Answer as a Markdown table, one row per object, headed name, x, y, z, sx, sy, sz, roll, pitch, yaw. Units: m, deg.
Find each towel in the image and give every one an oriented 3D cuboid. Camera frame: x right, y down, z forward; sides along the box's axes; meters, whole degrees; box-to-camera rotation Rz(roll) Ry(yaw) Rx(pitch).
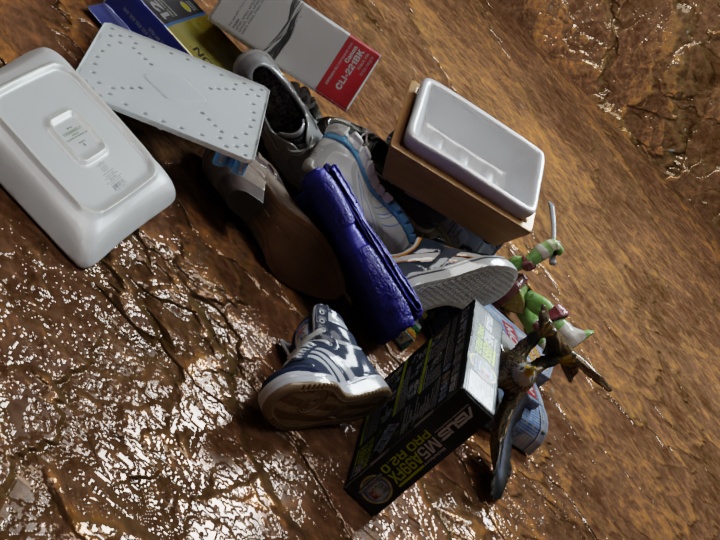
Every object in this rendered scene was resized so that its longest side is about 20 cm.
| name | x | y | z | sx | sy | sz | roll | pitch | yaw |
| --- | --- | --- | --- | --- | --- | --- | --- | --- | --- |
| towel | -0.002 | -0.018 | 1.485 | 0.201 | 0.049 | 0.148 | 61 | -9 | 3 |

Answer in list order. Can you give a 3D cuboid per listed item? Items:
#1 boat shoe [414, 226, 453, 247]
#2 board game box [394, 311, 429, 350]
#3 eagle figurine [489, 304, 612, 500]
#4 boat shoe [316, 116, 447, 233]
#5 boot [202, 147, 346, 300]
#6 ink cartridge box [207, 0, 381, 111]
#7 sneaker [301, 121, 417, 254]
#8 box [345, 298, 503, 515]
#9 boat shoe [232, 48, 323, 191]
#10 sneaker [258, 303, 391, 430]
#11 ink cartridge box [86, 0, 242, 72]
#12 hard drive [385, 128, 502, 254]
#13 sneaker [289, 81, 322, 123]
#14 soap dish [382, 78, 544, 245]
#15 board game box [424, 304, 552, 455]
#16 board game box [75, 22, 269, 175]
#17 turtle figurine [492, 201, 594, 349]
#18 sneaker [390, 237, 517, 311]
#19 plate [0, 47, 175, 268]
| name | x | y | z | sx | sy | sz | roll | pitch | yaw |
| --- | --- | --- | --- | --- | --- | --- | --- | --- | --- |
| boat shoe | 0.095 | -0.006 | 1.728 | 0.200 | 0.073 | 0.063 | 40 | 20 | -23 |
| board game box | 0.000 | 0.000 | 1.609 | 0.200 | 0.023 | 0.105 | 47 | 24 | -4 |
| eagle figurine | 0.160 | 0.135 | 1.521 | 0.152 | 0.200 | 0.151 | 38 | -18 | 33 |
| boat shoe | 0.034 | -0.131 | 1.673 | 0.200 | 0.057 | 0.067 | 41 | 41 | -5 |
| boot | -0.094 | -0.068 | 1.490 | 0.200 | 0.070 | 0.146 | 47 | 12 | -25 |
| ink cartridge box | -0.078 | -0.285 | 1.665 | 0.199 | 0.084 | 0.144 | 33 | 7 | -4 |
| sneaker | -0.008 | -0.073 | 1.612 | 0.075 | 0.087 | 0.200 | 4 | -45 | 54 |
| box | 0.066 | 0.130 | 1.330 | 0.044 | 0.160 | 0.200 | 42 | 22 | -10 |
| boat shoe | -0.082 | -0.169 | 1.599 | 0.201 | 0.072 | 0.069 | 66 | -6 | -26 |
| sneaker | -0.054 | 0.089 | 1.293 | 0.109 | 0.070 | 0.200 | 57 | 21 | 21 |
| ink cartridge box | -0.211 | -0.266 | 1.625 | 0.198 | 0.047 | 0.200 | 48 | 19 | -4 |
| hard drive | 0.100 | -0.087 | 1.762 | 0.200 | 0.038 | 0.140 | 45 | -22 | 5 |
| sneaker | -0.050 | -0.151 | 1.719 | 0.200 | 0.075 | 0.081 | 37 | 44 | -33 |
| soap dish | 0.124 | -0.130 | 1.644 | 0.199 | 0.081 | 0.158 | 31 | 38 | -10 |
| board game box | 0.174 | 0.122 | 1.682 | 0.199 | 0.062 | 0.201 | 33 | 27 | -33 |
| board game box | -0.201 | -0.185 | 1.444 | 0.199 | 0.026 | 0.200 | 21 | 28 | -10 |
| turtle figurine | 0.250 | 0.021 | 1.887 | 0.194 | 0.144 | 0.200 | 55 | 26 | 6 |
| sneaker | 0.098 | 0.000 | 1.607 | 0.199 | 0.079 | 0.080 | -4 | 44 | -40 |
| plate | -0.269 | -0.116 | 1.247 | 0.200 | 0.032 | 0.200 | 48 | 28 | -5 |
